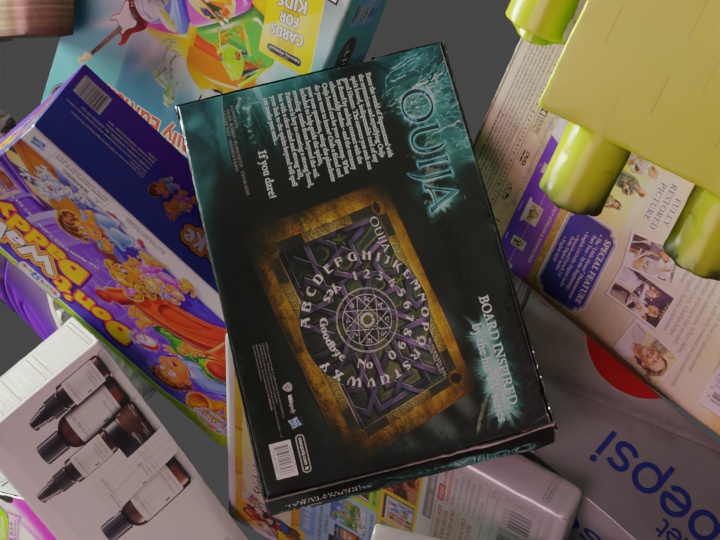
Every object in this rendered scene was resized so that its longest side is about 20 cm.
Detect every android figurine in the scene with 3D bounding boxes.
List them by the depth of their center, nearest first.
[{"bbox_3d":[0.155,-0.100,0.820,0.181,0.041,0.201,25,114,6],"label":"android figurine"}]

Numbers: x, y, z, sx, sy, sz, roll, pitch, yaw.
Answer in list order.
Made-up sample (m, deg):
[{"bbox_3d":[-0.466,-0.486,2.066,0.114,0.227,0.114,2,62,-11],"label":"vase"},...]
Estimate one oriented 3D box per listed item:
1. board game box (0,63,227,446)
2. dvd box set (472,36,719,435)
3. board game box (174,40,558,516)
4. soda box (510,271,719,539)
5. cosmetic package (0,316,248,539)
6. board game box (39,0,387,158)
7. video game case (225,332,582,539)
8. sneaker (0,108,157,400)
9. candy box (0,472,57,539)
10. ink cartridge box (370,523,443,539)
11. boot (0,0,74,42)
[{"bbox_3d":[-0.103,-0.001,1.003,0.200,0.045,0.134,43,150,-13],"label":"board game box"},{"bbox_3d":[0.142,-0.023,0.914,0.199,0.029,0.147,34,123,18],"label":"dvd box set"},{"bbox_3d":[0.000,0.000,0.908,0.134,0.028,0.201,-13,68,-2],"label":"board game box"},{"bbox_3d":[0.097,0.077,0.939,0.200,0.068,0.064,41,156,10],"label":"soda box"},{"bbox_3d":[-0.123,0.129,1.059,0.201,0.082,0.051,56,168,-27],"label":"cosmetic package"},{"bbox_3d":[-0.076,-0.116,1.010,0.151,0.047,0.201,34,122,18],"label":"board game box"},{"bbox_3d":[0.014,0.116,0.984,0.181,0.023,0.200,28,151,13],"label":"video game case"},{"bbox_3d":[-0.183,-0.009,1.112,0.201,0.070,0.099,53,152,-10],"label":"sneaker"},{"bbox_3d":[-0.188,0.183,1.185,0.199,0.061,0.137,9,112,31],"label":"candy box"},{"bbox_3d":[0.091,0.200,0.924,0.198,0.083,0.147,13,153,8],"label":"ink cartridge box"},{"bbox_3d":[-0.211,-0.200,1.058,0.199,0.073,0.156,3,96,46],"label":"boot"}]
